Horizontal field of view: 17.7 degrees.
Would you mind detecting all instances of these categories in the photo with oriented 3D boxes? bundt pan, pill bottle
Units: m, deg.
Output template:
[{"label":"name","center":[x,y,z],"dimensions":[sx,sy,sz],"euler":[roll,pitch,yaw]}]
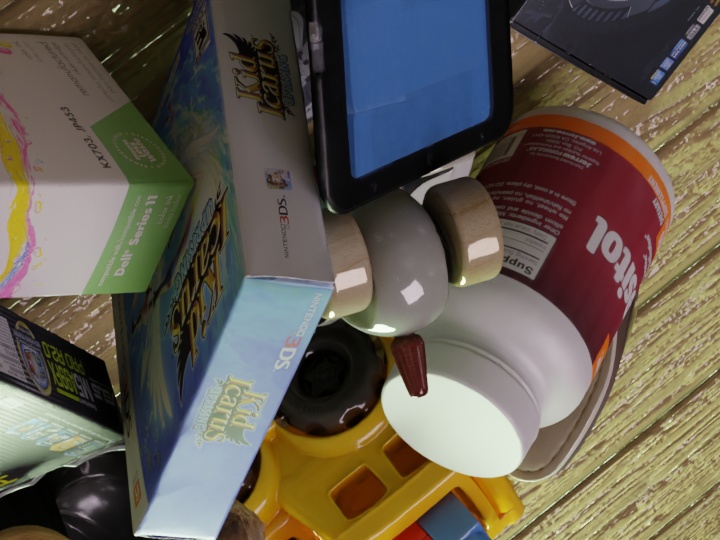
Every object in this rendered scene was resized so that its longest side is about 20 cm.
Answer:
[{"label":"bundt pan","center":[-0.183,0.148,1.257],"dimensions":[0.201,0.076,0.203],"euler":[-26,141,-23]},{"label":"pill bottle","center":[0.091,0.013,1.286],"dimensions":[0.201,0.112,0.113],"euler":[-59,157,-34]}]

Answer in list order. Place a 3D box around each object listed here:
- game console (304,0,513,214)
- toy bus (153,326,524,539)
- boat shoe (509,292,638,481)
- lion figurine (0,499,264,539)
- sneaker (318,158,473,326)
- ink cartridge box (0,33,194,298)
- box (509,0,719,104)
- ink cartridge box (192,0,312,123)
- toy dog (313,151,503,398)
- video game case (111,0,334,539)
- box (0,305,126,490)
[{"label":"game console","center":[0.060,-0.135,1.030],"dimensions":[0.175,0.117,0.200],"euler":[-34,177,31]},{"label":"toy bus","center":[-0.001,0.152,1.344],"dimensions":[0.200,0.192,0.136],"euler":[-39,147,-3]},{"label":"boat shoe","center":[0.132,0.033,1.404],"dimensions":[0.059,0.071,0.202],"euler":[29,73,-63]},{"label":"lion figurine","center":[-0.140,0.167,1.194],"dimensions":[0.199,0.072,0.123],"euler":[13,111,-45]},{"label":"sneaker","center":[-0.011,-0.038,1.232],"dimensions":[0.111,0.073,0.201],"euler":[-16,139,-35]},{"label":"ink cartridge box","center":[-0.187,-0.048,1.009],"dimensions":[0.199,0.117,0.068],"euler":[-3,132,-44]},{"label":"box","center":[0.168,-0.201,1.264],"dimensions":[0.200,0.044,0.160],"euler":[-52,145,12]},{"label":"ink cartridge box","center":[-0.039,-0.156,1.113],"dimensions":[0.099,0.039,0.200],"euler":[-41,145,-2]},{"label":"toy dog","center":[0.000,0.000,1.113],"dimensions":[0.131,0.200,0.097],"euler":[-6,104,0]},{"label":"video game case","center":[-0.072,-0.004,1.085],"dimensions":[0.045,0.182,0.201],"euler":[5,139,-19]},{"label":"box","center":[-0.211,0.074,1.066],"dimensions":[0.159,0.045,0.200],"euler":[-23,165,6]}]
